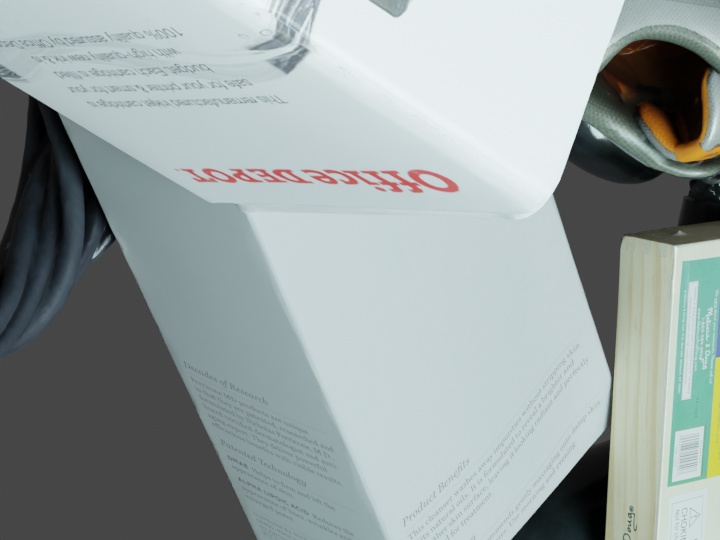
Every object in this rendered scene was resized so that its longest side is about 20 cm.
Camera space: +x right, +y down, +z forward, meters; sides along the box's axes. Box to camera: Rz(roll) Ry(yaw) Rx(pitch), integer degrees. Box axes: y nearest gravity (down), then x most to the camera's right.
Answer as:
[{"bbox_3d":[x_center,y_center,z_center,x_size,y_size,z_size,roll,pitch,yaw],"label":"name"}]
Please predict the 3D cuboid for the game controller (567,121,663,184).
[{"bbox_3d":[0.136,-0.097,0.889,0.199,0.042,0.104,-32,149,24],"label":"game controller"}]

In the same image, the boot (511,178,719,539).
[{"bbox_3d":[0.116,0.045,0.957,0.197,0.073,0.164,9,98,-44],"label":"boot"}]

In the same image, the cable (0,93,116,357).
[{"bbox_3d":[-0.123,-0.049,0.738,0.200,0.050,0.164,47,41,-45],"label":"cable"}]

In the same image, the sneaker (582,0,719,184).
[{"bbox_3d":[0.118,-0.054,0.833,0.199,0.080,0.074,18,133,-34],"label":"sneaker"}]

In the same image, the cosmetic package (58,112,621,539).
[{"bbox_3d":[0.000,0.000,0.828,0.113,0.081,0.201,-44,133,-28],"label":"cosmetic package"}]

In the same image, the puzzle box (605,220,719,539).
[{"bbox_3d":[0.136,0.080,0.922,0.132,0.025,0.202,-7,105,-42],"label":"puzzle box"}]

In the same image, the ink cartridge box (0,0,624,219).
[{"bbox_3d":[-0.054,-0.093,0.620,0.199,0.145,0.085,31,75,-33],"label":"ink cartridge box"}]
